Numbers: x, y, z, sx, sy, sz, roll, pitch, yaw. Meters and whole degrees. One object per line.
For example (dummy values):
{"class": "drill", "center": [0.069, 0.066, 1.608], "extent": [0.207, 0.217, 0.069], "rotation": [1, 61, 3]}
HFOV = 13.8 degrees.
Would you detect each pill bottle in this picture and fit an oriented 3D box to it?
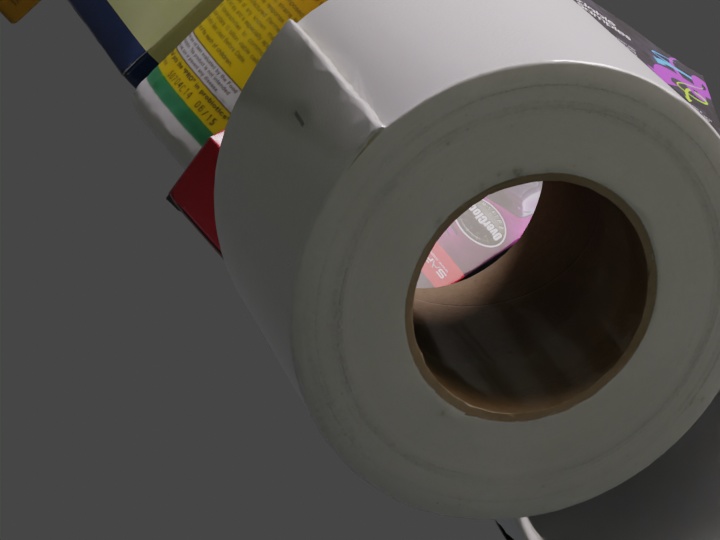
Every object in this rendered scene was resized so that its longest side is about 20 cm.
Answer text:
{"class": "pill bottle", "center": [-0.015, -0.122, 1.585], "extent": [0.113, 0.200, 0.113], "rotation": [46, 4, -4]}

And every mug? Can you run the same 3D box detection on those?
{"class": "mug", "center": [0.143, 0.067, 1.490], "extent": [0.175, 0.199, 0.148], "rotation": [-141, -141, -73]}

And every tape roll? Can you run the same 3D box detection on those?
{"class": "tape roll", "center": [0.050, -0.014, 1.247], "extent": [0.203, 0.203, 0.139], "rotation": [44, 5, -28]}

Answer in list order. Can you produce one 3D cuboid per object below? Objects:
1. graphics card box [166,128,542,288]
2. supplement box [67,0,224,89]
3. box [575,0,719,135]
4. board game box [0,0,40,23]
{"class": "graphics card box", "center": [0.016, -0.039, 1.432], "extent": [0.126, 0.051, 0.200], "rotation": [47, 41, 11]}
{"class": "supplement box", "center": [-0.031, -0.157, 1.747], "extent": [0.200, 0.200, 0.134], "rotation": [43, 6, -40]}
{"class": "box", "center": [0.133, -0.099, 1.605], "extent": [0.143, 0.036, 0.200], "rotation": [34, 20, -13]}
{"class": "board game box", "center": [-0.217, -0.208, 1.478], "extent": [0.153, 0.040, 0.200], "rotation": [45, 5, -18]}
